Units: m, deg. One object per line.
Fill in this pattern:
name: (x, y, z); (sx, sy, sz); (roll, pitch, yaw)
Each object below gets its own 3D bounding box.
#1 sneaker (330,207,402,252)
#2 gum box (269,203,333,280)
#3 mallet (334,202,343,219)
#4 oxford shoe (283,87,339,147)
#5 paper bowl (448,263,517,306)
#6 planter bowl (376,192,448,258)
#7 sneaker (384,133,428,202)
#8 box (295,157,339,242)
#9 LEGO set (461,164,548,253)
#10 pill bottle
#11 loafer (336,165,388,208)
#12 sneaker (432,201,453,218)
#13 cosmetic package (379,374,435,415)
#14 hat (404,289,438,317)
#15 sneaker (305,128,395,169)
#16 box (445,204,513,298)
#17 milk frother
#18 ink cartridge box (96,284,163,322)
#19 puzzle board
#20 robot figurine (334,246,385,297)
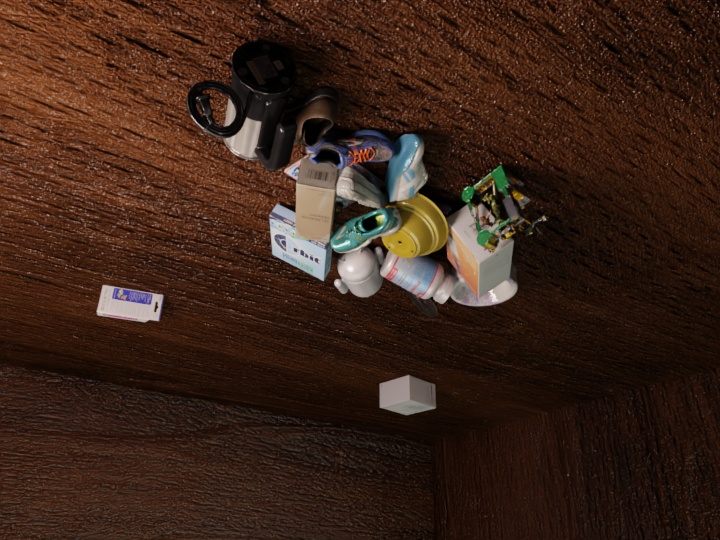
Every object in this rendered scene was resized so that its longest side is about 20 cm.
sneaker: (0.002, -0.102, 1.359); (0.197, 0.079, 0.079); (-25, 168, 29)
gum box: (-0.157, -0.071, 1.524); (0.167, 0.045, 0.201); (27, 153, 9)
mallet: (-0.076, -0.117, 1.500); (0.064, 0.042, 0.200); (15, 151, -23)
oxford shoe: (-0.124, -0.283, 1.156); (0.072, 0.086, 0.198); (21, 148, -37)
paper bowl: (0.354, 0.016, 1.673); (0.195, 0.107, 0.202); (1, 152, 1)
planter bowl: (0.111, -0.093, 1.411); (0.197, 0.084, 0.203); (22, 143, 18)
sneaker: (0.111, -0.231, 1.269); (0.079, 0.078, 0.201); (-9, 156, -15)
box: (-0.103, -0.159, 1.339); (0.092, 0.079, 0.202); (8, 147, -1)
LEGO set: (0.332, -0.132, 1.329); (0.114, 0.203, 0.154); (22, 126, -38)
pill bottle: (0.161, 0.010, 1.601); (0.197, 0.110, 0.109); (29, 148, -6)
loafer: (0.013, -0.187, 1.308); (0.068, 0.072, 0.199); (13, -179, 25)
sneaker: (0.193, -0.103, 1.494); (0.085, 0.077, 0.201); (-2, 152, -6)
cosmetic package: (0.225, 0.600, 2.748); (0.198, 0.126, 0.197); (26, 143, -36)
hat: (0.192, 0.050, 1.753); (0.081, 0.200, 0.202); (-42, 151, -10)
sneaker: (-0.023, -0.247, 1.211); (0.194, 0.080, 0.076); (1, 142, 0)
box: (0.300, -0.052, 1.464); (0.105, 0.154, 0.201); (-31, 150, -6)
milk frother: (-0.222, -0.279, 1.040); (0.195, 0.184, 0.189); (-6, 155, -22)
ink cartridge box: (-0.760, 0.113, 1.901); (0.195, 0.097, 0.037); (10, 152, -17)
puzzle board: (-0.059, -0.216, 1.350); (0.149, 0.018, 0.198); (-22, 145, 37)
robot figurine: (0.000, 0.000, 1.645); (0.169, 0.113, 0.201); (-41, 148, -5)
